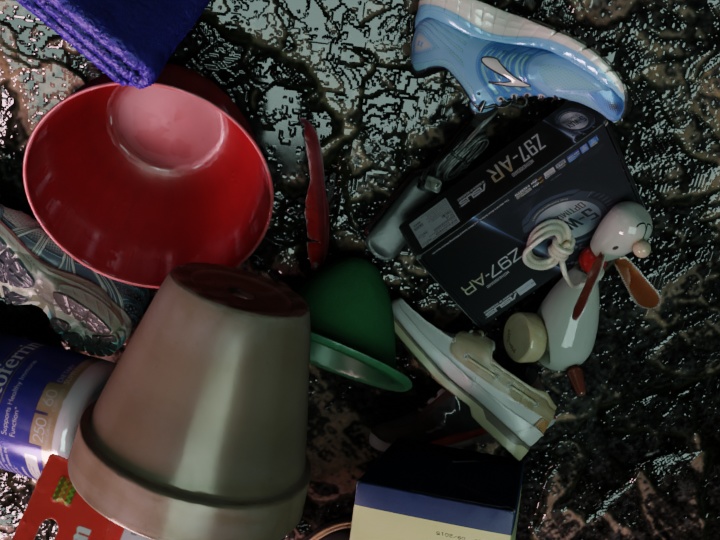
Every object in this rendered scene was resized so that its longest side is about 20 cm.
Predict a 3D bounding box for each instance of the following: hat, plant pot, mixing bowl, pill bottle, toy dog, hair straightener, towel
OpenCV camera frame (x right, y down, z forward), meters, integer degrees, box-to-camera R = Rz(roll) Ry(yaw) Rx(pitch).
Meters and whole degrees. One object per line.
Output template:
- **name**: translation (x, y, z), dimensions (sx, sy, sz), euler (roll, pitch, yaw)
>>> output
- **hat**: translation (0.000, 0.000, 0.848), dimensions (0.163, 0.200, 0.178), euler (19, 76, 10)
- **plant pot**: translation (-0.117, 0.096, 0.724), dimensions (0.197, 0.200, 0.176), euler (15, 103, -14)
- **mixing bowl**: translation (-0.168, -0.096, 0.746), dimensions (0.196, 0.109, 0.202), euler (-1, 132, -1)
- **pill bottle**: translation (-0.319, 0.119, 0.811), dimensions (0.197, 0.116, 0.117), euler (12, 117, 14)
- **toy dog**: translation (0.217, 0.040, 0.848), dimensions (0.130, 0.097, 0.202), euler (-16, 141, -16)
- **hair straightener**: translation (0.078, -0.084, 0.813), dimensions (0.041, 0.077, 0.200), euler (43, 105, -13)
- **towel**: translation (-0.172, -0.237, 0.652), dimensions (0.147, 0.202, 0.049), euler (36, 142, -19)

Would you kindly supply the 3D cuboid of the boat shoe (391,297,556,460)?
- **boat shoe**: translation (0.106, 0.093, 0.884), dimensions (0.200, 0.075, 0.068), euler (44, 88, 4)

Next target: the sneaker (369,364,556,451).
- **sneaker**: translation (0.102, 0.143, 0.945), dimensions (0.197, 0.077, 0.083), euler (-12, 84, 7)

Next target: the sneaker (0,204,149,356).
- **sneaker**: translation (-0.281, -0.007, 0.813), dimensions (0.199, 0.087, 0.078), euler (38, 132, -1)

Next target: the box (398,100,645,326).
- **box**: translation (0.153, -0.048, 0.824), dimensions (0.199, 0.044, 0.160), euler (-35, 142, 9)

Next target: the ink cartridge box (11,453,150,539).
- **ink cartridge box**: translation (-0.182, 0.250, 0.702), dimensions (0.198, 0.050, 0.164), euler (24, 66, -12)

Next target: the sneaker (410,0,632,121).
- **sneaker**: translation (0.131, -0.163, 0.749), dimensions (0.198, 0.078, 0.091), euler (26, 104, 18)

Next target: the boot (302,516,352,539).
- **boot**: translation (0.011, 0.338, 0.975), dimensions (0.198, 0.139, 0.078), euler (-25, 117, 6)

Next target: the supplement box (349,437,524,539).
- **supplement box**: translation (0.067, 0.279, 0.806), dimensions (0.132, 0.200, 0.203), euler (8, 92, 13)
